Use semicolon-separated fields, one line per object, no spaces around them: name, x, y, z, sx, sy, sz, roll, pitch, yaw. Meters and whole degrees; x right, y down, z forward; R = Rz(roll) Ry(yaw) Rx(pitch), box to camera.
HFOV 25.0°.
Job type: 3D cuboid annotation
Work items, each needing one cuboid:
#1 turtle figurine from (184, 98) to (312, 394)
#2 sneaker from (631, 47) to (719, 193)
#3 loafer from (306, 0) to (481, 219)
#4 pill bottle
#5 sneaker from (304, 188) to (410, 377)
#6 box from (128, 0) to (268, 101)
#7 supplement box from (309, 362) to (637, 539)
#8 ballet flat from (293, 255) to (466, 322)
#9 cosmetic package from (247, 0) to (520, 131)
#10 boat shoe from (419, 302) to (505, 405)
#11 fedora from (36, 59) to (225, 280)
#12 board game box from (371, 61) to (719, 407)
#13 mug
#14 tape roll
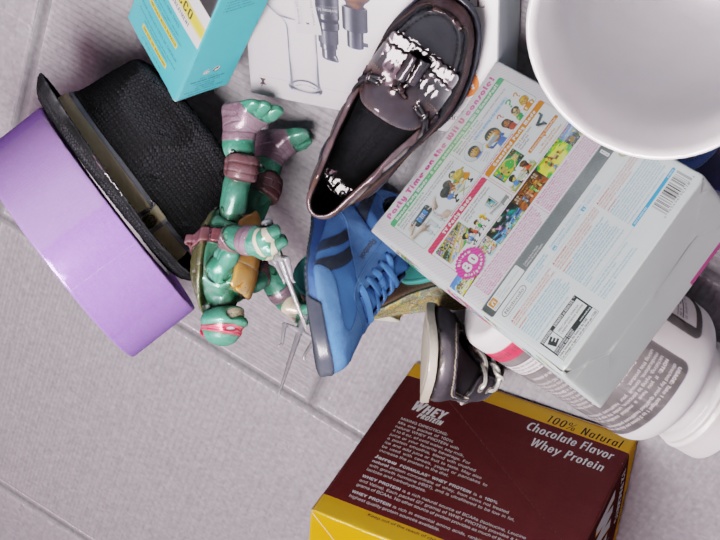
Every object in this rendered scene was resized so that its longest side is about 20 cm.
turtle figurine;-0.081;-0.016;1.208;0.099;0.202;0.150;4;167;4
sneaker;0.191;-0.112;1.079;0.200;0.082;0.074;39;130;-2
loafer;0.020;-0.106;1.125;0.072;0.063;0.200;36;134;0
pill bottle;0.182;0.051;1.158;0.199;0.111;0.111;31;133;-15
sneaker;0.000;0.000;1.185;0.077;0.201;0.066;0;126;4
box;-0.108;-0.207;1.146;0.083;0.049;0.200;60;152;13
supplement box;0.087;0.207;1.271;0.195;0.200;0.134;18;128;17
ballet flat;0.037;0.010;1.263;0.198;0.071;0.071;-9;116;35
cosmetic package;0.014;-0.185;1.150;0.198;0.052;0.152;13;129;21
boat shoe;0.078;0.064;1.209;0.062;0.200;0.074;5;86;7
fedora;-0.161;-0.092;1.261;0.091;0.201;0.201;-37;102;-3
board game box;0.121;-0.029;1.055;0.200;0.148;0.064;38;-179;43
mug;0.217;-0.159;0.970;0.199;0.176;0.148;30;131;7
tape roll;-0.216;-0.030;1.288;0.065;0.200;0.201;-36;103;-3
